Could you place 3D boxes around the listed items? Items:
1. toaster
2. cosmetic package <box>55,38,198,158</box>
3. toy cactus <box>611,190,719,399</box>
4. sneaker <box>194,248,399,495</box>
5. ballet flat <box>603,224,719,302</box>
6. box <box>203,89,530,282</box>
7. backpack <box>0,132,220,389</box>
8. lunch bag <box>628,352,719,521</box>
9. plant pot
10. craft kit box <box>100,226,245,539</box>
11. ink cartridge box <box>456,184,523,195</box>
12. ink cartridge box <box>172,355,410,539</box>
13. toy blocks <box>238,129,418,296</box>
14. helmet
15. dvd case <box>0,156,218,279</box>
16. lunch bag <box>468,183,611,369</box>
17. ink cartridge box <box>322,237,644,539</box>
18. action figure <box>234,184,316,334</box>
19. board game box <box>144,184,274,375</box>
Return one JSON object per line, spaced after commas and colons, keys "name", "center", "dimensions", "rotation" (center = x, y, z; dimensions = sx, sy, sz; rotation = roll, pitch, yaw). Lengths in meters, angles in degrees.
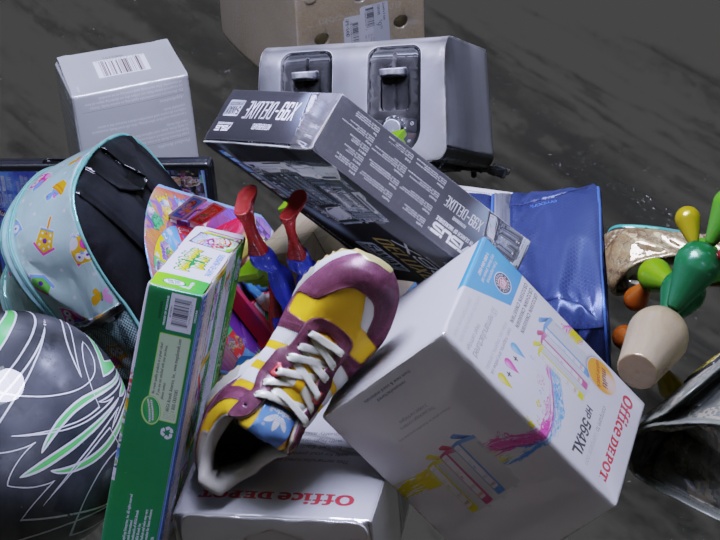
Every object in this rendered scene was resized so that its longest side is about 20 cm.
{"name": "toaster", "center": [0.021, -0.141, 1.996], "dimensions": [0.180, 0.119, 0.200], "rotation": [-1, -1, 19]}
{"name": "cosmetic package", "center": [-0.195, -0.087, 1.925], "dimensions": [0.106, 0.201, 0.090], "rotation": [-11, 33, -14]}
{"name": "toy cactus", "center": [0.236, 0.036, 1.637], "dimensions": [0.102, 0.200, 0.165], "rotation": [37, 42, 2]}
{"name": "sneaker", "center": [-0.042, 0.074, 1.504], "dimensions": [0.075, 0.200, 0.090], "rotation": [31, 30, -13]}
{"name": "ballet flat", "center": [0.296, 0.001, 1.839], "dimensions": [0.199, 0.071, 0.066], "rotation": [-1, 58, 14]}
{"name": "box", "center": [0.005, -0.058, 1.620], "dimensions": [0.157, 0.200, 0.050], "rotation": [10, 67, 57]}
{"name": "backpack", "center": [-0.199, 0.000, 1.777], "dimensions": [0.153, 0.201, 0.176], "rotation": [-15, 25, 28]}
{"name": "lunch bag", "center": [0.304, 0.105, 1.598], "dimensions": [0.164, 0.118, 0.200], "rotation": [-33, 28, -32]}
{"name": "plant pot", "center": [-0.028, -0.290, 2.255], "dimensions": [0.199, 0.200, 0.177], "rotation": [-14, 42, -13]}
{"name": "craft kit box", "center": [-0.131, 0.085, 1.572], "dimensions": [0.048, 0.201, 0.198], "rotation": [13, 12, 5]}
{"name": "ink cartridge box", "center": [0.066, 0.011, 1.882], "dimensions": [0.160, 0.050, 0.200], "rotation": [9, 52, 24]}
{"name": "ink cartridge box", "center": [-0.039, 0.151, 1.610], "dimensions": [0.144, 0.085, 0.200], "rotation": [1, 32, 13]}
{"name": "toy blocks", "center": [0.000, 0.000, 1.782], "dimensions": [0.100, 0.137, 0.200], "rotation": [-9, 29, 41]}
{"name": "helmet", "center": [-0.255, 0.122, 1.582], "dimensions": [0.190, 0.201, 0.200], "rotation": [-10, 21, 42]}
{"name": "dvd case", "center": [-0.214, -0.029, 1.884], "dimensions": [0.199, 0.143, 0.018], "rotation": [0, 28, 10]}
{"name": "lunch bag", "center": [0.127, 0.035, 1.716], "dimensions": [0.132, 0.136, 0.200], "rotation": [-4, 39, 7]}
{"name": "ink cartridge box", "center": [0.098, 0.106, 1.556], "dimensions": [0.125, 0.200, 0.129], "rotation": [-37, 15, 34]}
{"name": "action figure", "center": [-0.043, 0.020, 1.667], "dimensions": [0.065, 0.201, 0.052], "rotation": [3, 43, 19]}
{"name": "board game box", "center": [-0.089, 0.007, 1.757], "dimensions": [0.039, 0.159, 0.200], "rotation": [-27, -25, 30]}
